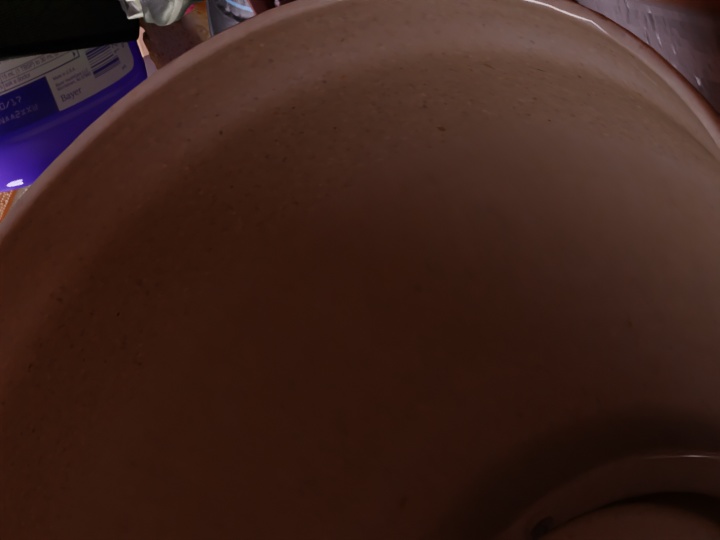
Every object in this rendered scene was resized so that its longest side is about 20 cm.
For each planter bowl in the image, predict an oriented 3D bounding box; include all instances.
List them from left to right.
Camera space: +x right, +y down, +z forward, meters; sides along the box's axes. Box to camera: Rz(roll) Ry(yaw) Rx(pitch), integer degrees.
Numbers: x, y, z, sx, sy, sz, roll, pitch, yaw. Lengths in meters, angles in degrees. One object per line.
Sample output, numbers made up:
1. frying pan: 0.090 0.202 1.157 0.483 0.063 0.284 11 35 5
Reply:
1. planter bowl: 0.021 0.067 0.527 0.135 0.200 0.201 35 -158 -46

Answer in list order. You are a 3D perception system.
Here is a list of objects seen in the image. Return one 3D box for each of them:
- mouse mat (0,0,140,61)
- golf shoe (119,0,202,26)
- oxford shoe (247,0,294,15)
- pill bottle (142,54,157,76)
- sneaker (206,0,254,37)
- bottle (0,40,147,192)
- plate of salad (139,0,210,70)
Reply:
1. mouse mat: -0.119 -0.149 0.927 0.200 0.007 0.162 -30 -75 -75
2. golf shoe: -0.056 -0.140 0.910 0.200 0.088 0.078 -122 10 -57
3. oxford shoe: 0.007 -0.072 0.668 0.075 0.070 0.201 -109 2 -66
4. pill bottle: -0.050 -0.001 1.297 0.113 0.112 0.201 112 137 -83
5. sneaker: -0.013 -0.090 0.774 0.082 0.073 0.201 127 121 -82
6. bottle: -0.142 -0.130 1.008 0.065 0.083 0.201 36 150 62
7. plate of salad: -0.069 -0.155 1.027 0.200 0.048 0.202 173 90 -77
